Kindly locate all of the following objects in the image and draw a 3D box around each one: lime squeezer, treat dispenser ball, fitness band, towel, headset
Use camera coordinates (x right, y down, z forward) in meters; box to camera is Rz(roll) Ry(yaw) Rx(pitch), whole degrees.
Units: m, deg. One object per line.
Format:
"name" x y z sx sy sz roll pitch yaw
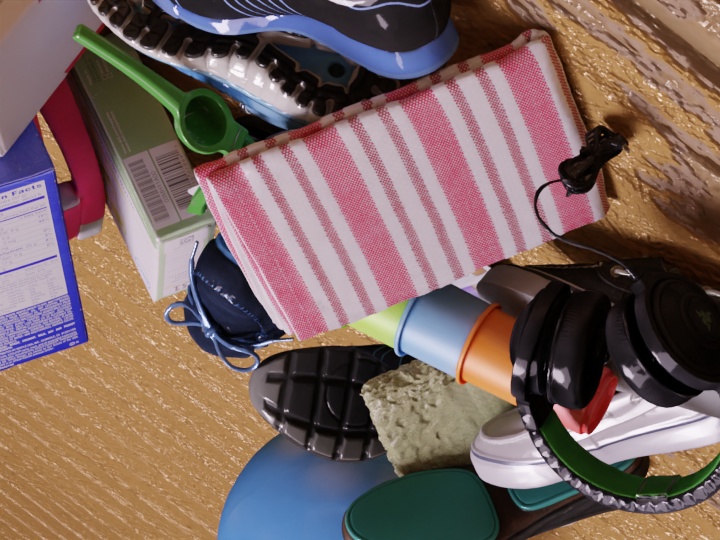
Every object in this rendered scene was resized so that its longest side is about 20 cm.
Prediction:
"lime squeezer" -0.094 -0.080 1.310 0.070 0.038 0.200 29 165 27
"treat dispenser ball" -0.006 0.206 1.716 0.200 0.201 0.201 30 158 14
"fitness band" -0.214 -0.093 1.542 0.144 0.037 0.200 65 166 9
"towel" 0.090 0.106 1.485 0.200 0.148 0.037 59 -172 -47
"towel" 0.025 -0.045 1.235 0.147 0.199 0.030 64 -174 -50
"headset" 0.138 0.029 1.220 0.123 0.094 0.201 -5 116 29

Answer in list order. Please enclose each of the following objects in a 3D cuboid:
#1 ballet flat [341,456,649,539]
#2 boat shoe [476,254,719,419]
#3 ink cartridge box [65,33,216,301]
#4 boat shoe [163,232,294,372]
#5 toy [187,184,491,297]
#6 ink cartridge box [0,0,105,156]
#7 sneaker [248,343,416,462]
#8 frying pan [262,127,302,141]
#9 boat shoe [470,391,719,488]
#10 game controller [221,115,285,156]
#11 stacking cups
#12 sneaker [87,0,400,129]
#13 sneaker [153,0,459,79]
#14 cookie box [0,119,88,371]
"ballet flat" 0.088 0.153 1.459 0.069 0.199 0.068 79 175 -54
"boat shoe" 0.157 0.028 1.300 0.199 0.064 0.071 20 152 35
"ink cartridge box" -0.145 -0.048 1.530 0.146 0.048 0.200 63 163 18
"boat shoe" -0.075 0.030 1.472 0.084 0.069 0.200 43 177 13
"toy" 0.000 0.000 1.414 0.200 0.047 0.115 32 144 -32
"ink cartridge box" -0.256 -0.181 1.370 0.199 0.145 0.084 28 158 19
"sneaker" 0.014 0.084 1.528 0.199 0.076 0.079 8 -171 -25
"frying pan" 0.026 -0.051 1.295 0.189 0.031 0.115 6 169 -9
"boat shoe" 0.143 0.074 1.379 0.199 0.074 0.066 -19 112 32
"game controller" -0.029 -0.027 1.480 0.104 0.042 0.200 13 151 20
"stacking cups" 0.051 0.029 1.314 0.199 0.061 0.061 25 156 15
"sneaker" -0.071 -0.121 1.319 0.199 0.079 0.090 31 161 13
"sneaker" -0.038 -0.163 1.207 0.199 0.070 0.078 18 144 30
"cookie box" -0.242 -0.060 1.467 0.200 0.075 0.172 89 157 -57
